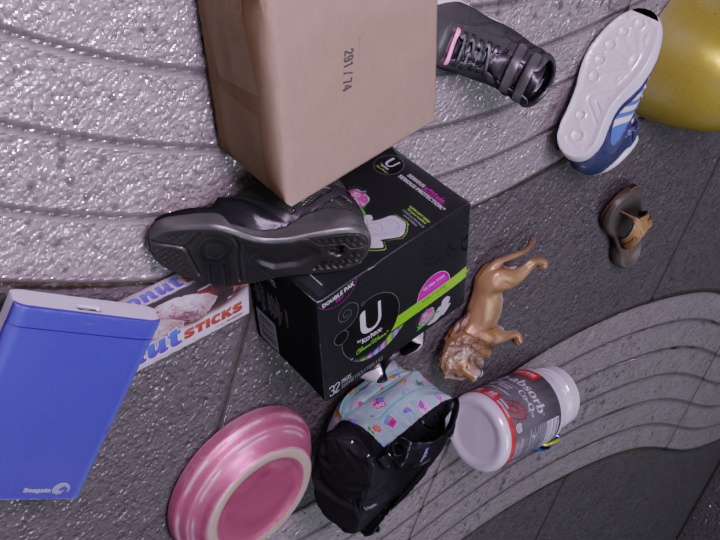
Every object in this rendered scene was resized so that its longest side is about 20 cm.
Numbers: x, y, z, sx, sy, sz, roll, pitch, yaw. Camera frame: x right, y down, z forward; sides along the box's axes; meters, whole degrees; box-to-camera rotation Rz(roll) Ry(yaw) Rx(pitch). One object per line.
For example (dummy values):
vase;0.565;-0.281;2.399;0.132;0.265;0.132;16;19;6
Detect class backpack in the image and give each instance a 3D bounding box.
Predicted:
backpack;0.033;0.202;1.241;0.199;0.126;0.169;-35;155;-43

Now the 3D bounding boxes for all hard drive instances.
hard drive;-0.266;0.112;0.866;0.130;0.025;0.202;9;118;-41

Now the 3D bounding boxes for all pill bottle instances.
pill bottle;0.231;0.212;1.516;0.198;0.115;0.118;-16;133;-43

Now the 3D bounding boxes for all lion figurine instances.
lion figurine;0.167;0.047;1.345;0.121;0.072;0.204;1;106;-36

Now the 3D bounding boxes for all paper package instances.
paper package;-0.029;-0.190;0.846;0.189;0.103;0.203;-32;141;-28

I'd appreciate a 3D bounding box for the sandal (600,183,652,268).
sandal;0.407;-0.058;1.537;0.082;0.054;0.201;-43;146;-13

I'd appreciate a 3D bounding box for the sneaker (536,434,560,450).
sneaker;0.299;0.277;1.693;0.066;0.078;0.200;-53;148;-2

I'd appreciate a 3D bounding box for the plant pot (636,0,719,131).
plant pot;0.476;-0.265;1.354;0.198;0.141;0.203;-30;140;-29

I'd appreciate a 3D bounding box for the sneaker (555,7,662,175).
sneaker;0.321;-0.215;1.280;0.146;0.080;0.203;10;109;-62

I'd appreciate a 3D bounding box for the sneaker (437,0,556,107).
sneaker;0.125;-0.214;1.013;0.198;0.099;0.072;-1;124;-48

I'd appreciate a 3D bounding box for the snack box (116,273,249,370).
snack box;-0.188;0.048;0.939;0.198;0.024;0.073;-28;139;-32

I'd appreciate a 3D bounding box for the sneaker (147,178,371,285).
sneaker;-0.096;-0.051;0.929;0.195;0.115;0.077;-7;137;-12

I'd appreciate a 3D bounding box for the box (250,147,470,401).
box;0.000;0.000;1.035;0.198;0.124;0.150;-32;142;-26

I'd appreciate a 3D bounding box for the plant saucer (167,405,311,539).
plant saucer;-0.128;0.252;1.175;0.199;0.051;0.203;-31;140;-29

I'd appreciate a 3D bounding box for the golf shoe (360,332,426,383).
golf shoe;0.055;0.046;1.172;0.201;0.094;0.078;-49;145;-8
